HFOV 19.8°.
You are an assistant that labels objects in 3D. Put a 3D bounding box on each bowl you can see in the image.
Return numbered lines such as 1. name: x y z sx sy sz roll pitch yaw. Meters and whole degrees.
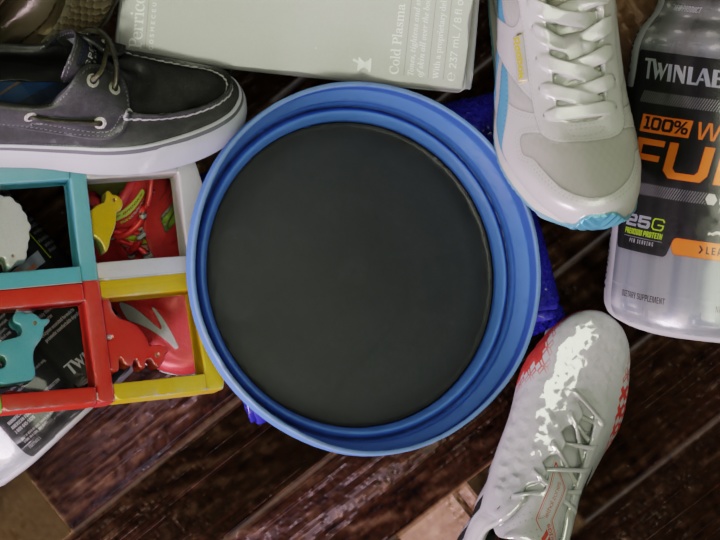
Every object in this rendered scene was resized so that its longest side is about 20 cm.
1. bowl: 0.000 0.000 1.121 0.199 0.039 0.202 2 82 -18

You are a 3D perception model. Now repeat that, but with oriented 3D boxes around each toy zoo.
1. toy zoo: -0.148 0.007 1.102 0.199 0.020 0.132 -5 81 -21

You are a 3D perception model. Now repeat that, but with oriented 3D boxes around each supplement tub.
1. supplement tub: -0.227 0.012 1.152 0.122 0.123 0.200 -41 93 5
2. supplement tub: 0.205 -0.065 1.152 0.122 0.123 0.202 5 97 -1

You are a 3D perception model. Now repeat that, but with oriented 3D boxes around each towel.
1. towel: 0.011 -0.008 1.179 0.199 0.050 0.149 -17 98 -8

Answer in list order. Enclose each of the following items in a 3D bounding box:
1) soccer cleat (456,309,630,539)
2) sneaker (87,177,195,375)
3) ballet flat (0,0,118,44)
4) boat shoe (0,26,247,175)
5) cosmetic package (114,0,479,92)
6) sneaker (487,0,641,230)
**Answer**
1. soccer cleat: 0.104 0.119 1.182 0.068 0.085 0.201 22 106 -9
2. sneaker: -0.135 -0.029 1.173 0.077 0.085 0.201 -20 97 3
3. ballet flat: -0.184 -0.138 1.135 0.046 0.068 0.200 16 135 -36
4. boat shoe: -0.156 -0.098 1.088 0.198 0.070 0.067 0 137 -10
5. cosmetic package: -0.035 -0.163 1.156 0.198 0.090 0.108 3 101 -3
6. sneaker: 0.107 -0.115 1.117 0.076 0.081 0.201 -7 62 -7
